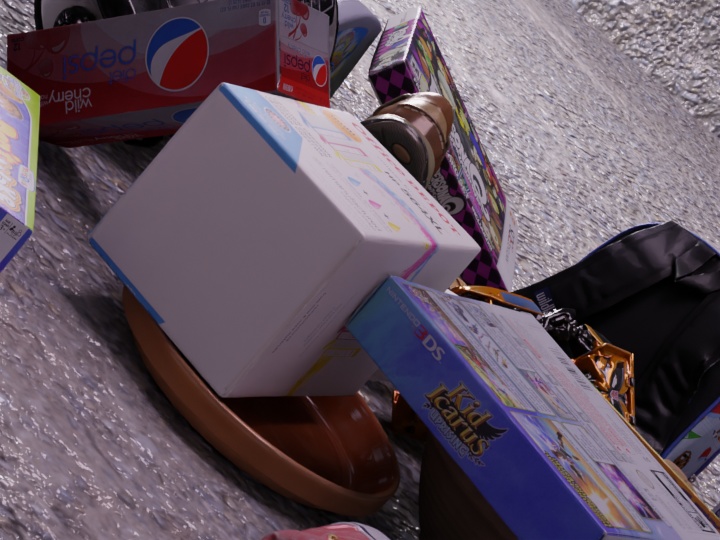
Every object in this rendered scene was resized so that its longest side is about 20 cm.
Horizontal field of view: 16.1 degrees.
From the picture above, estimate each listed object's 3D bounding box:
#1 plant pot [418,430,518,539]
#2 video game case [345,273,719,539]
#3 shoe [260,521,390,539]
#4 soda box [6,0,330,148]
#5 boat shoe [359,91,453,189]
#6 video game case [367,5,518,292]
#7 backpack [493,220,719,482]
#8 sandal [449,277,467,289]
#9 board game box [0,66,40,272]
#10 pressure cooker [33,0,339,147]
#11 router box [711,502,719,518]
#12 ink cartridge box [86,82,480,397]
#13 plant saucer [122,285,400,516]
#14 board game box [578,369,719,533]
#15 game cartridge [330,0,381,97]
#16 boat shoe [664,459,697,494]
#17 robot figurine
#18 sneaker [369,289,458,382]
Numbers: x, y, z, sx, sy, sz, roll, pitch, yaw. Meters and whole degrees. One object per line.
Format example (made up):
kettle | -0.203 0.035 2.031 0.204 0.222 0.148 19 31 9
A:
plant pot | 0.101 0.162 1.531 0.200 0.093 0.201 38 15 -12
video game case | 0.103 0.097 1.452 0.200 0.045 0.181 50 16 27
shoe | 0.026 0.204 1.287 0.200 0.072 0.091 44 16 24
soda box | -0.119 -0.120 1.559 0.070 0.199 0.064 15 71 -59
boat shoe | 0.001 -0.055 1.681 0.076 0.200 0.074 48 52 -7
video game case | 0.066 -0.088 1.950 0.181 0.036 0.201 -74 140 -72
backpack | 0.207 0.070 1.853 0.200 0.190 0.154 50 5 25
sandal | 0.055 0.032 1.771 0.200 0.080 0.054 44 54 -10
board game box | -0.245 -0.084 1.419 0.134 0.045 0.200 37 16 -20
pressure cooker | -0.123 -0.173 1.728 0.175 0.180 0.200 26 10 21
router box | 0.281 0.194 1.724 0.049 0.180 0.200 40 15 -8
ink cartridge box | -0.036 -0.014 1.482 0.129 0.125 0.200 47 16 18
plant saucer | -0.061 0.070 1.489 0.200 0.032 0.200 40 15 -13
board game box | 0.171 0.113 1.626 0.200 0.030 0.096 49 0 2
game cartridge | -0.047 -0.150 1.917 0.040 0.134 0.200 37 15 9
boat shoe | 0.172 0.198 1.665 0.072 0.065 0.200 48 33 -11
robot figurine | 0.110 0.080 1.707 0.199 0.058 0.146 15 62 -30
sneaker | 0.000 0.000 1.608 0.199 0.100 0.078 26 43 26
